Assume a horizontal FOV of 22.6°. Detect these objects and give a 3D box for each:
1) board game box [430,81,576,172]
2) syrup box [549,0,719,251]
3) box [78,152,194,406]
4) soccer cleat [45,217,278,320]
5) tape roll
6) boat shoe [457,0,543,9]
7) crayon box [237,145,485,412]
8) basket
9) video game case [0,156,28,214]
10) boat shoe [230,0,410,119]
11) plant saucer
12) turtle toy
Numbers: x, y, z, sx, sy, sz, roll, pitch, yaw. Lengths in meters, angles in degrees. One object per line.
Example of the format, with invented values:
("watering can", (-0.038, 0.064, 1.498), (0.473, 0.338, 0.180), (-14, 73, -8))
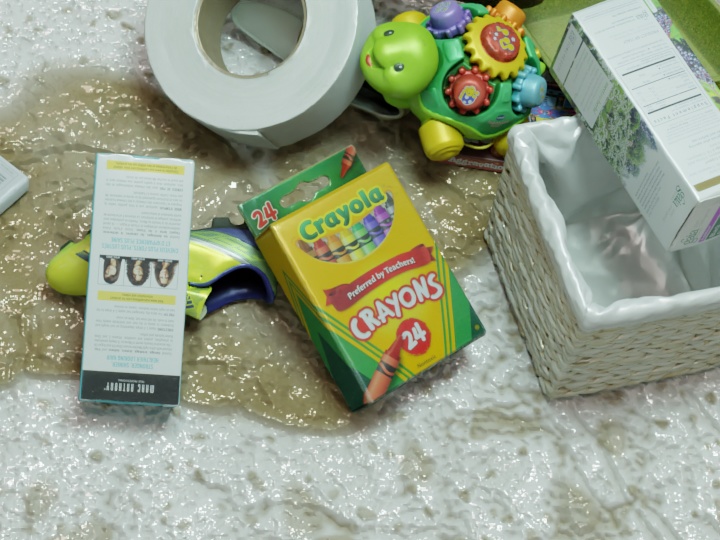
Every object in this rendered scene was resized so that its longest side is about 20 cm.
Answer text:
("board game box", (0.167, -0.133, 1.684), (0.199, 0.019, 0.104), (8, 59, -4))
("syrup box", (0.243, -0.123, 1.467), (0.081, 0.079, 0.201), (-21, 65, -21))
("box", (-0.182, 0.008, 1.472), (0.082, 0.049, 0.201), (4, 88, -8))
("soccer cleat", (-0.164, 0.004, 1.522), (0.199, 0.065, 0.084), (-6, 62, -13))
("tape roll", (-0.089, -0.214, 1.608), (0.201, 0.071, 0.204), (-2, 82, 13))
("boat shoe", (0.080, -0.293, 1.662), (0.200, 0.072, 0.066), (12, 76, -14))
("crayon box", (0.000, 0.000, 1.513), (0.127, 0.051, 0.201), (-30, 88, -24))
("basket", (0.232, -0.019, 1.542), (0.199, 0.161, 0.199), (-11, 61, -14))
("video game case", (-0.419, -0.066, 1.548), (0.182, 0.023, 0.200), (37, 61, 13))
("boat shoe", (-0.033, -0.204, 1.663), (0.199, 0.075, 0.069), (22, 52, 4))
("plant saucer", (0.252, -0.215, 1.712), (0.199, 0.048, 0.200), (-15, 48, -17))
("turtle toy", (0.085, -0.181, 1.603), (0.199, 0.101, 0.147), (-6, 70, -29))
